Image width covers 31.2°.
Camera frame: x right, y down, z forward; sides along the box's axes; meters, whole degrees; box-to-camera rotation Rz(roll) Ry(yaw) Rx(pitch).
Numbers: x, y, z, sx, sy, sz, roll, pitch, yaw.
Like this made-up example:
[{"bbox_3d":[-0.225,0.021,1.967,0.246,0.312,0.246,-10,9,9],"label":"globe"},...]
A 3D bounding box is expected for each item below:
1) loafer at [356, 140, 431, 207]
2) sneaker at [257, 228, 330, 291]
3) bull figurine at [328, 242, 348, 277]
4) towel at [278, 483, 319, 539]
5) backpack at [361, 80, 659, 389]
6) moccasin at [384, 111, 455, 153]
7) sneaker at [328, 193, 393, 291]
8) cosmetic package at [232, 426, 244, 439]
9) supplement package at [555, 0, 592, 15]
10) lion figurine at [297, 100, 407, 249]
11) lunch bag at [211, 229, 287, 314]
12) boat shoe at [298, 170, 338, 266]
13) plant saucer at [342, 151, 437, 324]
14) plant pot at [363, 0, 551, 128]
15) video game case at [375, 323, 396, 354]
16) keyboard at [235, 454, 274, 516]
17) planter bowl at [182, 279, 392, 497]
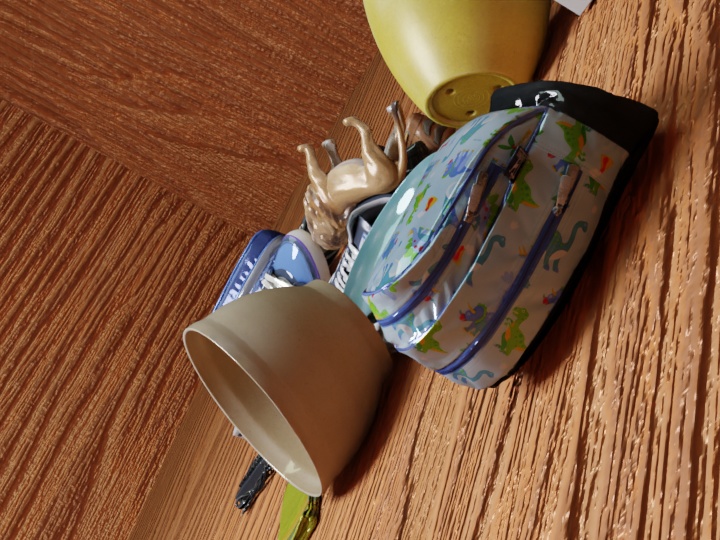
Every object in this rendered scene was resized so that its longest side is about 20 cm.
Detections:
[{"bbox_3d":[0.024,-0.116,1.560,0.068,0.071,0.200,-22,9,-35],"label":"loafer"},{"bbox_3d":[-0.113,0.062,1.557,0.146,0.080,0.202,-25,-50,-39],"label":"sneaker"},{"bbox_3d":[0.000,-0.005,1.592,0.201,0.065,0.122,-54,7,37],"label":"bull figurine"},{"bbox_3d":[-0.067,0.245,1.340,0.087,0.018,0.200,-59,8,14],"label":"towel"},{"bbox_3d":[0.090,-0.023,0.851,0.163,0.152,0.202,-167,92,-75],"label":"backpack"},{"bbox_3d":[0.056,-0.142,1.618,0.074,0.077,0.201,-64,3,-15],"label":"moccasin"},{"bbox_3d":[0.000,0.000,1.444,0.201,0.070,0.108,-59,-13,3],"label":"sneaker"},{"bbox_3d":[-0.077,0.147,1.494,0.200,0.082,0.051,127,158,-52],"label":"cosmetic package"},{"bbox_3d":[0.176,-0.382,1.215,0.152,0.199,0.151,-52,11,48],"label":"supplement package"},{"bbox_3d":[-0.003,-0.106,1.483,0.072,0.124,0.199,-13,-9,-40],"label":"lion figurine"},{"bbox_3d":[-0.118,0.054,1.740,0.201,0.132,0.136,-61,-28,2],"label":"lunch bag"},{"bbox_3d":[-0.036,-0.071,1.663,0.061,0.075,0.201,117,172,-52],"label":"boat shoe"},{"bbox_3d":[0.042,-0.026,1.293,0.201,0.027,0.201,-54,15,21],"label":"plant saucer"},{"bbox_3d":[0.107,-0.233,1.318,0.200,0.198,0.143,129,140,-55],"label":"plant pot"},{"bbox_3d":[0.062,-0.005,1.323,0.202,0.024,0.182,-65,8,-15],"label":"video game case"},{"bbox_3d":[-0.122,0.244,1.696,0.201,0.020,0.128,-57,9,40],"label":"keyboard"},{"bbox_3d":[-0.055,0.095,1.229,0.134,0.201,0.200,-39,-1,-20],"label":"planter bowl"}]
